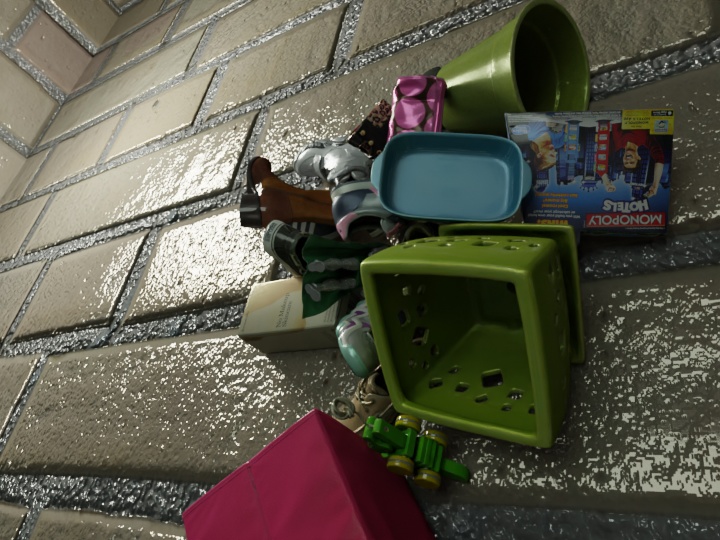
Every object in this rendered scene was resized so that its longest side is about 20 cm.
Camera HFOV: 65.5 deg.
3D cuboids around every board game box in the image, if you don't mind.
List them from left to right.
[{"bbox_3d":[0.280,-0.097,0.717,0.198,0.062,0.202,4,90,19],"label":"board game box"}]

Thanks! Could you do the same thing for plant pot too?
[{"bbox_3d":[0.143,0.048,0.632,0.199,0.201,0.181,4,26,40],"label":"plant pot"},{"bbox_3d":[0.220,-0.288,0.874,0.189,0.200,0.201,4,60,52],"label":"plant pot"}]

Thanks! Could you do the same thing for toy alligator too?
[{"bbox_3d":[0.037,0.197,0.637,0.054,0.199,0.060,-36,29,48],"label":"toy alligator"}]

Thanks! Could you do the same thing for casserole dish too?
[{"bbox_3d":[0.113,-0.113,0.711,0.198,0.039,0.122,5,71,8],"label":"casserole dish"}]

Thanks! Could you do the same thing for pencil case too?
[{"bbox_3d":[0.089,-0.201,0.859,0.093,0.090,0.202,-6,79,59],"label":"pencil case"}]

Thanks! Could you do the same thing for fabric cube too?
[{"bbox_3d":[-0.037,0.310,0.587,0.199,0.196,0.200,-38,45,5],"label":"fabric cube"}]

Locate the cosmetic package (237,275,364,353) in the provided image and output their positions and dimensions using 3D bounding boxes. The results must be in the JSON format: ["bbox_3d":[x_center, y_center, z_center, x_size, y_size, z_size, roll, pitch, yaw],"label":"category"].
[{"bbox_3d":[-0.094,0.069,0.905,0.198,0.071,0.106,-11,53,31],"label":"cosmetic package"}]

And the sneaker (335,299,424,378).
[{"bbox_3d":[0.050,0.060,0.745,0.139,0.078,0.200,-28,12,17],"label":"sneaker"}]

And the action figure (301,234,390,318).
[{"bbox_3d":[0.000,0.000,0.819,0.054,0.199,0.119,24,113,36],"label":"action figure"}]

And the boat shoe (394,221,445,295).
[{"bbox_3d":[0.089,-0.034,0.749,0.071,0.066,0.201,-3,32,44],"label":"boat shoe"}]

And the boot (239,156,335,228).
[{"bbox_3d":[-0.096,-0.137,0.952,0.198,0.069,0.189,-1,33,-3],"label":"boot"}]

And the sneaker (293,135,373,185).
[{"bbox_3d":[-0.056,-0.192,1.073,0.198,0.075,0.116,-7,51,29],"label":"sneaker"}]

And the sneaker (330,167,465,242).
[{"bbox_3d":[0.059,-0.085,0.769,0.198,0.070,0.083,-9,70,10],"label":"sneaker"}]

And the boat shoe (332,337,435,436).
[{"bbox_3d":[0.022,0.163,0.749,0.200,0.065,0.071,-42,43,2],"label":"boat shoe"}]

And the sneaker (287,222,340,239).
[{"bbox_3d":[-0.103,-0.107,1.013,0.198,0.109,0.070,-8,37,33],"label":"sneaker"}]

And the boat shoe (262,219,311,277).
[{"bbox_3d":[-0.086,-0.022,0.897,0.063,0.200,0.071,19,86,20],"label":"boat shoe"}]

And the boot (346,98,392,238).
[{"bbox_3d":[0.037,-0.169,0.922,0.200,0.150,0.073,-51,14,-11],"label":"boot"}]

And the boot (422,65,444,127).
[{"bbox_3d":[0.105,-0.303,1.047,0.199,0.078,0.139,-30,39,-3],"label":"boot"}]
